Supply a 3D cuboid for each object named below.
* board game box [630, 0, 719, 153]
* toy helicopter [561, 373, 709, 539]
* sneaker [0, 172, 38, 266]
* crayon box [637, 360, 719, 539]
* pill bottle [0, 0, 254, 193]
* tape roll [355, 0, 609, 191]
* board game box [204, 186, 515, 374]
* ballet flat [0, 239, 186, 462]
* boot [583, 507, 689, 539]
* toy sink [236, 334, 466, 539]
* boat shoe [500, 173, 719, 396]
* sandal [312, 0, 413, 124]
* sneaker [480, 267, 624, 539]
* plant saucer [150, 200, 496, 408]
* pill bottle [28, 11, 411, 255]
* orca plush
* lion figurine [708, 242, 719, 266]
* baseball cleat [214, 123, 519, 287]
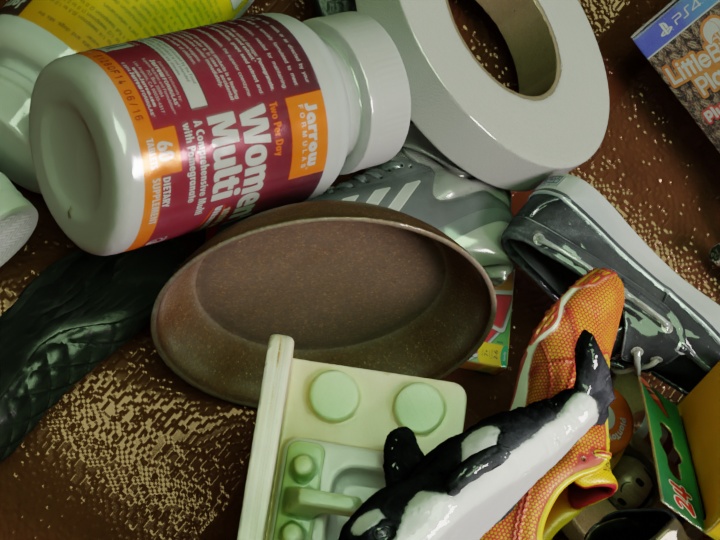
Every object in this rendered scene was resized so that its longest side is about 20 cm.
[{"bbox_3d":[0.305,-0.129,1.304,0.201,0.097,0.159,52,50,0],"label":"board game box"},{"bbox_3d":[0.200,0.121,1.244,0.199,0.079,0.133,-21,76,-33],"label":"toy helicopter"},{"bbox_3d":[-0.295,-0.011,1.132,0.199,0.074,0.116,-38,72,-16],"label":"sneaker"},{"bbox_3d":[0.253,0.132,1.143,0.199,0.051,0.127,33,26,-18],"label":"crayon box"},{"bbox_3d":[-0.150,-0.143,1.182,0.109,0.109,0.201,40,68,-4],"label":"pill bottle"},{"bbox_3d":[0.078,-0.147,1.242,0.202,0.037,0.204,29,46,-34],"label":"tape roll"},{"bbox_3d":[0.000,0.000,1.237,0.198,0.030,0.097,10,73,-12],"label":"board game box"},{"bbox_3d":[-0.180,0.044,1.165,0.066,0.057,0.200,36,60,24],"label":"ballet flat"},{"bbox_3d":[0.141,0.172,1.135,0.075,0.199,0.097,-42,111,-28],"label":"boot"},{"bbox_3d":[-0.006,0.127,1.099,0.111,0.200,0.132,8,72,0],"label":"toy sink"},{"bbox_3d":[0.167,0.032,1.199,0.200,0.072,0.068,46,62,-4],"label":"boat shoe"},{"bbox_3d":[0.016,-0.136,1.271,0.075,0.048,0.202,-25,97,-23],"label":"sandal"},{"bbox_3d":[0.116,0.091,1.115,0.076,0.073,0.201,16,66,17],"label":"sneaker"},{"bbox_3d":[-0.022,0.016,1.143,0.198,0.201,0.037,5,53,-16],"label":"plant saucer"},{"bbox_3d":[-0.075,-0.083,1.110,0.199,0.109,0.111,-17,81,-33],"label":"pill bottle"},{"bbox_3d":[0.047,0.093,1.018,0.071,0.106,0.200,39,67,20],"label":"orca plush"},{"bbox_3d":[0.292,0.057,1.274,0.122,0.072,0.202,36,39,-39],"label":"lion figurine"},{"bbox_3d":[0.001,-0.038,1.205,0.198,0.070,0.108,6,67,-27],"label":"baseball cleat"}]
